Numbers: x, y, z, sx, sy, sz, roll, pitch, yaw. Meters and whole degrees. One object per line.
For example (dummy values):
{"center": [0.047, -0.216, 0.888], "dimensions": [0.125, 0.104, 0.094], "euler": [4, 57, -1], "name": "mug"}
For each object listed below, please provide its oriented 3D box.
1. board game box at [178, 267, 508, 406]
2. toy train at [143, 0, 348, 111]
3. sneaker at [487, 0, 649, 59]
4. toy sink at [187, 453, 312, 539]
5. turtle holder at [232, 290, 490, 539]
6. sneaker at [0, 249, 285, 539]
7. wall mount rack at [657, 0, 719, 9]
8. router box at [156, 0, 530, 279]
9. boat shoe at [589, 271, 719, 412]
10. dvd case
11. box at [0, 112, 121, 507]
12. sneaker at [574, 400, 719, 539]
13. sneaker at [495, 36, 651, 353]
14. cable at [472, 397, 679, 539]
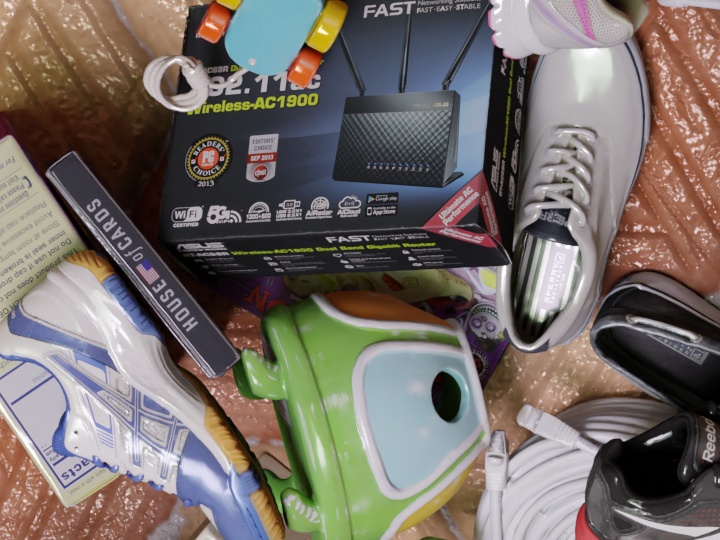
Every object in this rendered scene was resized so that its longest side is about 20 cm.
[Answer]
{"center": [0.000, 0.000, 1.688], "dimensions": [0.200, 0.032, 0.120], "euler": [29, 125, 5], "name": "board game box"}
{"center": [-0.084, -0.186, 1.530], "dimensions": [0.150, 0.056, 0.200], "euler": [-5, 127, 16], "name": "toy train"}
{"center": [0.121, -0.207, 1.503], "dimensions": [0.088, 0.081, 0.200], "euler": [9, 119, 24], "name": "sneaker"}
{"center": [-0.038, 0.241, 1.769], "dimensions": [0.200, 0.112, 0.130], "euler": [40, 122, -2], "name": "toy sink"}
{"center": [0.008, 0.100, 1.629], "dimensions": [0.131, 0.141, 0.186], "euler": [-15, 70, -8], "name": "turtle holder"}
{"center": [-0.124, 0.088, 1.569], "dimensions": [0.088, 0.075, 0.200], "euler": [-37, 92, -2], "name": "sneaker"}
{"center": [0.223, -0.200, 1.483], "dimensions": [0.173, 0.075, 0.200], "euler": [-7, 112, 20], "name": "wall mount rack"}
{"center": [-0.008, -0.078, 1.583], "dimensions": [0.200, 0.150, 0.062], "euler": [-3, 157, 21], "name": "router box"}
{"center": [0.224, 0.071, 1.612], "dimensions": [0.199, 0.068, 0.074], "euler": [34, 122, 2], "name": "boat shoe"}
{"center": [-0.129, -0.006, 1.643], "dimensions": [0.025, 0.200, 0.150], "euler": [-39, 96, -4], "name": "dvd case"}
{"center": [-0.194, 0.018, 1.671], "dimensions": [0.097, 0.176, 0.200], "euler": [-33, 101, -3], "name": "box"}
{"center": [0.217, 0.119, 1.561], "dimensions": [0.200, 0.071, 0.098], "euler": [-5, 134, 5], "name": "sneaker"}
{"center": [0.120, -0.046, 1.583], "dimensions": [0.073, 0.071, 0.200], "euler": [9, 107, 11], "name": "sneaker"}
{"center": [0.165, 0.174, 1.686], "dimensions": [0.200, 0.069, 0.200], "euler": [17, 120, 12], "name": "cable"}
